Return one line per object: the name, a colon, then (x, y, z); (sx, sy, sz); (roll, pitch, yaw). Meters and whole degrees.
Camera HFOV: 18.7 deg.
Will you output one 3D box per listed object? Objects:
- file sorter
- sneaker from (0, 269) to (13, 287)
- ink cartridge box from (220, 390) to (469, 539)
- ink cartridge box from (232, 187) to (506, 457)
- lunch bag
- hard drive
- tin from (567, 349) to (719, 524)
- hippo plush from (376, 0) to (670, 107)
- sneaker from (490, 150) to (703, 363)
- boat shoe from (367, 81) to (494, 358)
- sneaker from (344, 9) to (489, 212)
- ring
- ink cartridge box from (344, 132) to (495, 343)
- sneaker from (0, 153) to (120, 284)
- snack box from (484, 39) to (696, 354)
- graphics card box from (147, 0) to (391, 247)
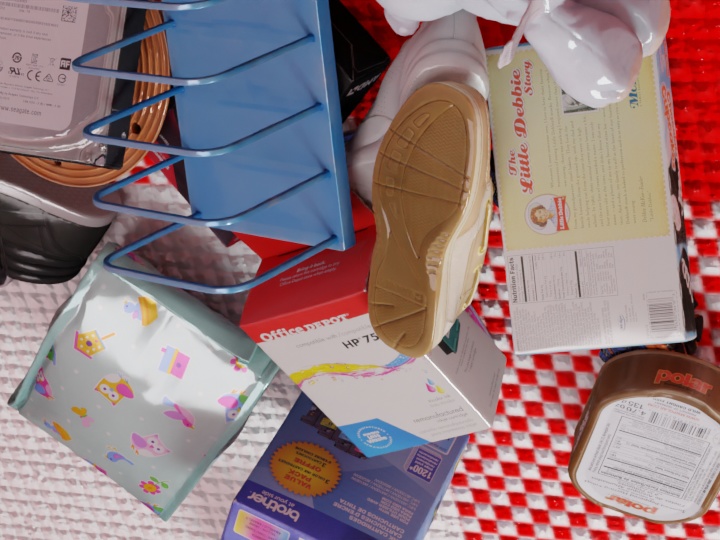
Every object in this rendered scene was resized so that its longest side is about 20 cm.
file sorter: (-0.103, -0.099, 1.417); (0.138, 0.123, 0.201); (11, 117, 38)
sneaker: (-0.377, -0.009, 1.727); (0.199, 0.114, 0.076); (19, 133, 12)
ink cartridge box: (-0.018, 0.180, 1.637); (0.136, 0.200, 0.077); (24, 133, 7)
ink cartridge box: (-0.001, 0.038, 1.529); (0.116, 0.067, 0.200); (-17, 130, 35)
lunch bag: (-0.159, 0.072, 1.679); (0.170, 0.122, 0.200); (35, 139, -2)
hard drive: (-0.215, -0.176, 1.480); (0.139, 0.038, 0.201); (10, 90, 18)
tin: (0.209, 0.121, 1.548); (0.112, 0.042, 0.200); (20, 150, 6)
hippo plush: (0.082, -0.173, 1.322); (0.160, 0.200, 0.160); (2, 124, 43)
sneaker: (0.145, -0.003, 1.496); (0.078, 0.075, 0.200); (-28, 109, 43)
boat shoe: (0.051, -0.041, 1.413); (0.074, 0.069, 0.201); (29, 128, 23)
sneaker: (0.037, -0.108, 1.458); (0.075, 0.089, 0.200); (15, 143, -17)
ring: (-0.210, -0.158, 1.549); (0.200, 0.019, 0.201); (13, 114, 31)
ink cartridge box: (0.000, 0.000, 1.595); (0.119, 0.042, 0.200); (-15, 117, 35)
sneaker: (-0.288, -0.054, 1.674); (0.199, 0.071, 0.099); (25, 129, 1)
snack box: (0.147, -0.050, 1.404); (0.116, 0.037, 0.201); (-5, 92, 21)
graphics card box: (-0.076, -0.122, 1.505); (0.126, 0.051, 0.200); (50, 133, 9)
